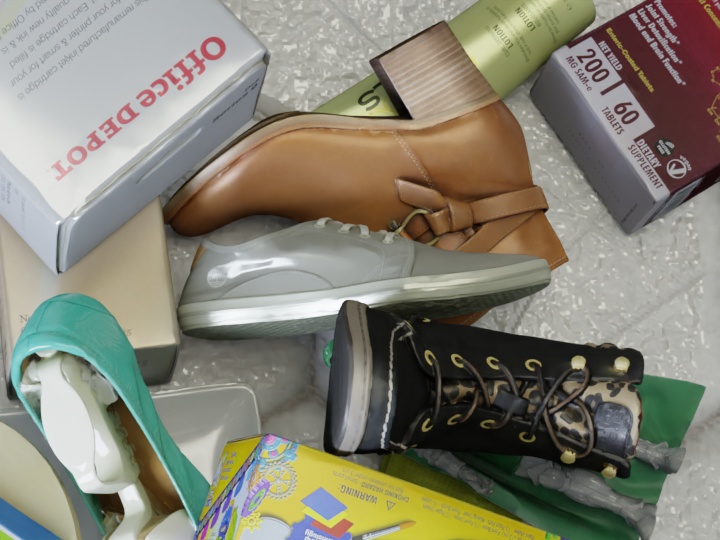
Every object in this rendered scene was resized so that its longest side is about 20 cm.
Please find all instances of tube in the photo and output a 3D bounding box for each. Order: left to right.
[{"bbox_3d":[0.048,-0.105,1.253,0.200,0.052,0.058,-38,48,-12],"label":"tube"}]

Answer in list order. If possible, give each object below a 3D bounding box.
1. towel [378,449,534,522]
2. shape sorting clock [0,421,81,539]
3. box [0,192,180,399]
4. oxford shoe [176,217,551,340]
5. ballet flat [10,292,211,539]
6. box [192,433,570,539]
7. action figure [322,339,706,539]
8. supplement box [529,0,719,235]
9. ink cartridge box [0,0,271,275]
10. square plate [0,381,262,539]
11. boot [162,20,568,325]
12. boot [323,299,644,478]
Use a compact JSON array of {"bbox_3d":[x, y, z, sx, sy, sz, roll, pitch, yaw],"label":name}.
[{"bbox_3d":[0.047,0.133,1.186,0.086,0.018,0.201,21,69,-2],"label":"towel"},{"bbox_3d":[-0.228,0.163,1.081,0.199,0.039,0.201,-8,68,20],"label":"shape sorting clock"},{"bbox_3d":[-0.156,-0.039,1.175,0.095,0.078,0.201,-7,73,-12],"label":"box"},{"bbox_3d":[0.000,0.000,1.143,0.199,0.075,0.058,-4,77,6],"label":"oxford shoe"},{"bbox_3d":[-0.117,0.108,1.080,0.201,0.067,0.070,62,28,-9],"label":"ballet flat"},{"bbox_3d":[0.008,0.200,1.019,0.199,0.122,0.193,20,80,-10],"label":"box"},{"bbox_3d":[0.072,0.081,1.167,0.199,0.055,0.119,22,93,2],"label":"action figure"},{"bbox_3d":[0.213,-0.118,1.281,0.200,0.061,0.109,-31,79,-19],"label":"supplement box"},{"bbox_3d":[-0.165,-0.122,1.113,0.145,0.088,0.200,-42,81,-18],"label":"ink cartridge box"},{"bbox_3d":[-0.139,0.166,1.135,0.197,0.028,0.201,-6,73,-13],"label":"square plate"},{"bbox_3d":[0.004,-0.026,1.202,0.199,0.077,0.156,-29,96,-3],"label":"boot"},{"bbox_3d":[0.061,0.061,1.047,0.150,0.200,0.074,8,87,4],"label":"boot"}]
